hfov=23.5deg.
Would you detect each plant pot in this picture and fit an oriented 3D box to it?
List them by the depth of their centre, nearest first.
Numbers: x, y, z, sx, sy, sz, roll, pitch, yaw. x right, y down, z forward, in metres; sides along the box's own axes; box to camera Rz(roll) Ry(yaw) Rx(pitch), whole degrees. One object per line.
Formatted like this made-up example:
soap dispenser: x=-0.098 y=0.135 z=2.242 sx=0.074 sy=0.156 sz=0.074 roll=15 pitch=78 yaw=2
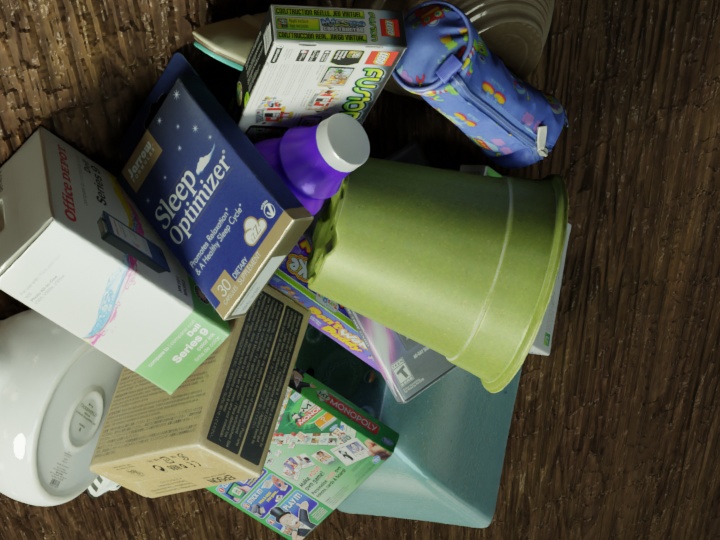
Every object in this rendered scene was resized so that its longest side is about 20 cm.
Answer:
plant pot: x=0.058 y=-0.017 z=1.516 sx=0.189 sy=0.201 sz=0.201 roll=18 pitch=131 yaw=-10
plant pot: x=0.099 y=-0.214 z=1.534 sx=0.200 sy=0.093 sz=0.201 roll=-20 pitch=145 yaw=-15
plant pot: x=0.025 y=0.137 z=1.788 sx=0.195 sy=0.198 sz=0.200 roll=1 pitch=159 yaw=33

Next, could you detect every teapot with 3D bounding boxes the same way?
teapot: x=-0.313 y=0.116 z=1.620 sx=0.197 sy=0.145 sz=0.201 roll=-42 pitch=143 yaw=-50

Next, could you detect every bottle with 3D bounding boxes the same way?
bottle: x=-0.073 y=-0.073 z=1.472 sx=0.083 sy=0.066 sz=0.200 roll=14 pitch=150 yaw=-37

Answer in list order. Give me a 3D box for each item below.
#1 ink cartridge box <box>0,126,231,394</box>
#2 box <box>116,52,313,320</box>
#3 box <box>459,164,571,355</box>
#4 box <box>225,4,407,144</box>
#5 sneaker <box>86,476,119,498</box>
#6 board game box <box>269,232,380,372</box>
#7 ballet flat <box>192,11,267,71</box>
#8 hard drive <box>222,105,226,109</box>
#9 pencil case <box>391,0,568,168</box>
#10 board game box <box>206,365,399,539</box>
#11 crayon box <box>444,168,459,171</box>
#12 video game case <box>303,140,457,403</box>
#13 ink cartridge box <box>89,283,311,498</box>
ink cartridge box: x=-0.217 y=-0.008 z=1.469 sx=0.200 sy=0.146 sz=0.087 roll=34 pitch=111 yaw=-33
box: x=-0.134 y=-0.073 z=1.446 sx=0.032 sy=0.200 sz=0.121 roll=-10 pitch=145 yaw=-50
box: x=0.146 y=-0.008 z=1.737 sx=0.036 sy=0.145 sz=0.200 roll=4 pitch=166 yaw=32
box: x=-0.043 y=-0.150 z=1.422 sx=0.109 sy=0.035 sz=0.200 roll=0 pitch=158 yaw=-17
sneaker: x=-0.230 y=0.200 z=1.866 sx=0.115 sy=0.076 sz=0.200 roll=-37 pitch=139 yaw=28
board game box: x=0.000 y=0.000 z=1.643 sx=0.200 sy=0.135 sz=0.045 roll=35 pitch=151 yaw=-30
ballet flat: x=-0.065 y=-0.186 z=1.484 sx=0.069 sy=0.070 sz=0.200 roll=-42 pitch=147 yaw=18
hard drive: x=-0.158 y=-0.054 z=1.579 sx=0.200 sy=0.038 sz=0.139 roll=-42 pitch=134 yaw=17
pencil case: x=0.101 y=-0.150 z=1.456 sx=0.078 sy=0.087 sz=0.200 roll=-48 pitch=144 yaw=8
board game box: x=-0.068 y=0.183 z=1.703 sx=0.134 sy=0.029 sz=0.200 roll=34 pitch=134 yaw=-9
crayon box: x=0.039 y=-0.018 z=1.783 sx=0.125 sy=0.052 sz=0.200 roll=1 pitch=136 yaw=-38
video game case: x=0.043 y=0.001 z=1.605 sx=0.142 sy=0.201 sz=0.019 roll=-33 pitch=-171 yaw=-24
ink cartridge box: x=-0.145 y=0.107 z=1.543 sx=0.075 sy=0.166 sz=0.199 roll=31 pitch=153 yaw=-27
